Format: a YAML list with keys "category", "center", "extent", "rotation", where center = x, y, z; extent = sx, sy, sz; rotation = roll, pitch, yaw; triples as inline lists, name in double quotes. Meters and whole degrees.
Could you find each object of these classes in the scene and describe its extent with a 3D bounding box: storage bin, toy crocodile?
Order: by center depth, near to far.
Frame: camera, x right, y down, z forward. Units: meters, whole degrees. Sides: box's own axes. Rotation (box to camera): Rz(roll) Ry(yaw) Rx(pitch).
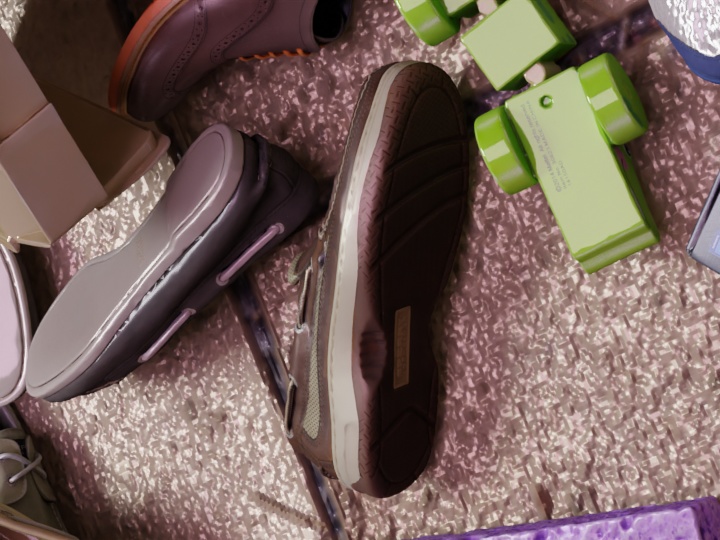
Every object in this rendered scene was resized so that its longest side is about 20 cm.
- category: "toy crocodile"
  center: [0.072, -0.095, 0.884]
  extent: [0.067, 0.062, 0.201]
  rotation: [-31, 83, 20]
- category: "storage bin"
  center: [-0.207, -0.128, 0.951]
  extent: [0.198, 0.094, 0.200]
  rotation: [26, 151, 48]

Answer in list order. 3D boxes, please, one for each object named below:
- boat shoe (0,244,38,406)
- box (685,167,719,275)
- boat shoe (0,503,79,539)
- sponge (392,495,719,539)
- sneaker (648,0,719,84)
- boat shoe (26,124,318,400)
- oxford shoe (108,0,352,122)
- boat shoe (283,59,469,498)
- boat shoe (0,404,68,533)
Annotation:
- category: "boat shoe"
  center: [-0.218, -0.022, 1.103]
  extent: [0.067, 0.057, 0.201]
  rotation: [-27, 84, 12]
- category: "box"
  center: [0.242, -0.030, 0.775]
  extent: [0.200, 0.051, 0.158]
  rotation: [34, 112, 28]
- category: "boat shoe"
  center: [-0.130, 0.176, 1.011]
  extent: [0.199, 0.063, 0.074]
  rotation: [25, 77, 4]
- category: "sponge"
  center: [0.082, 0.170, 0.922]
  extent: [0.199, 0.030, 0.112]
  rotation: [-13, 88, 36]
- category: "sneaker"
  center: [0.125, -0.173, 0.819]
  extent: [0.075, 0.088, 0.201]
  rotation: [-9, 91, 33]
- category: "boat shoe"
  center: [-0.095, 0.009, 1.004]
  extent: [0.200, 0.057, 0.067]
  rotation: [-45, 36, 34]
- category: "oxford shoe"
  center: [-0.052, -0.120, 0.961]
  extent: [0.073, 0.071, 0.200]
  rotation: [45, 133, -4]
- category: "boat shoe"
  center: [-0.004, 0.001, 0.938]
  extent: [0.075, 0.075, 0.204]
  rotation: [17, 105, 38]
- category: "boat shoe"
  center: [-0.202, 0.111, 1.090]
  extent: [0.200, 0.072, 0.062]
  rotation: [50, 114, 21]
